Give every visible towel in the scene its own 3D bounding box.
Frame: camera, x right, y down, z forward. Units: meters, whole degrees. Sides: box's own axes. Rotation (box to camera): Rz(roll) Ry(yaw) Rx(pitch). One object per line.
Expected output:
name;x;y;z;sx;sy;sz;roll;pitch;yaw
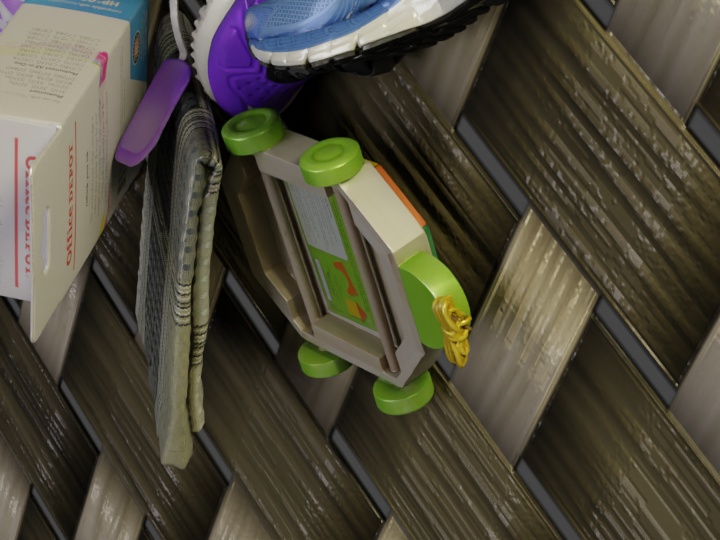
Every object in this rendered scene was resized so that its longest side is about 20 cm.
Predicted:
towel;-0.099;-0.018;1.373;0.193;0.034;0.201;-109;24;-60

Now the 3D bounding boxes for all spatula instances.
spatula;-0.096;-0.153;1.317;0.056;0.020;0.202;-154;77;-66

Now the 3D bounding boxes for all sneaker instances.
sneaker;0.022;-0.152;1.122;0.199;0.078;0.090;-23;84;36
sneaker;-0.022;-0.126;1.236;0.100;0.069;0.201;49;145;20

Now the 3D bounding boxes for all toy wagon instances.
toy wagon;0.000;0.000;1.259;0.199;0.039;0.156;23;139;49

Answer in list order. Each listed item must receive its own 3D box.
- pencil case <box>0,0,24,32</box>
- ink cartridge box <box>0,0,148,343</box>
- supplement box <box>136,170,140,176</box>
pencil case;-0.160;-0.190;1.406;0.086;0.084;0.200;54;143;21
ink cartridge box;-0.175;-0.063;1.325;0.067;0.200;0.116;10;124;8
supplement box;-0.279;-0.063;1.544;0.200;0.196;0.134;-38;72;56
